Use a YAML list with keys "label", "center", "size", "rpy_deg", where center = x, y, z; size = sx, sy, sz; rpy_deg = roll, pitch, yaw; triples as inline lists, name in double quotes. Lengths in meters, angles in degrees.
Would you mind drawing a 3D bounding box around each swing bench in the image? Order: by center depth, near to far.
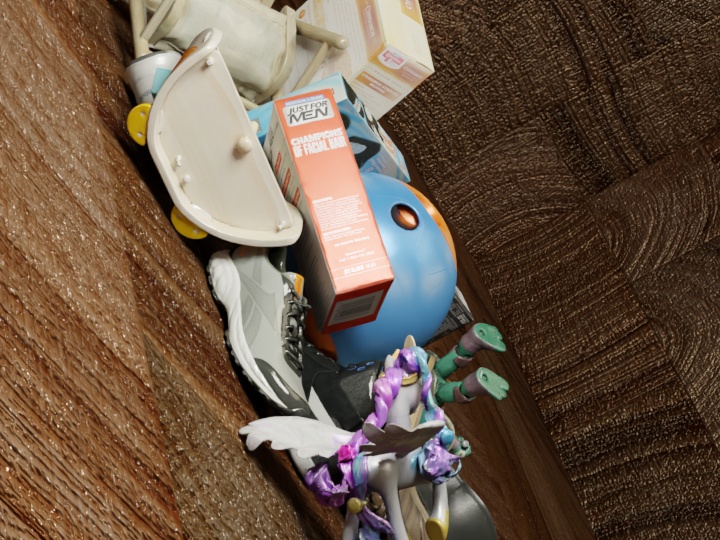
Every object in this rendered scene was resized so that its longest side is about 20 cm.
- label: "swing bench"
  center: [-0.148, -0.273, 1.779]
  size: [0.198, 0.130, 0.200]
  rpy_deg: [25, 20, -36]

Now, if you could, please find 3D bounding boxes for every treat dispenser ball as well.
- label: "treat dispenser ball"
  center: [0.000, 0.000, 1.760]
  size: [0.202, 0.200, 0.201]
  rpy_deg: [60, 8, -14]

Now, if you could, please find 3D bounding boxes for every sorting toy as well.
- label: "sorting toy"
  center: [-0.132, -0.136, 1.583]
  size: [0.180, 0.106, 0.201]
  rpy_deg: [-84, 154, -62]

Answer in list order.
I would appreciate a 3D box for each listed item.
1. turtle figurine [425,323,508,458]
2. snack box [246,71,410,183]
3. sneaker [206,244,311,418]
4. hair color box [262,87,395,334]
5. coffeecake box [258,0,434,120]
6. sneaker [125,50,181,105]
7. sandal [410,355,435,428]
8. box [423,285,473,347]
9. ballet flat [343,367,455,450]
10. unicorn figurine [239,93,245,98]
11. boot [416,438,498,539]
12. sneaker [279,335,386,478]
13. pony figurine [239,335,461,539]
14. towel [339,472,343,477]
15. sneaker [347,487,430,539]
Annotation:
- label: "turtle figurine"
  center: [0.092, 0.150, 2.032]
  size: [0.100, 0.200, 0.151]
  rpy_deg: [5, 58, -39]
- label: "snack box"
  center: [-0.035, -0.125, 1.772]
  size: [0.200, 0.115, 0.037]
  rpy_deg: [46, 25, -60]
- label: "sneaker"
  center: [-0.079, 0.048, 1.537]
  size: [0.074, 0.079, 0.201]
  rpy_deg: [54, 12, -54]
- label: "hair color box"
  center: [-0.033, -0.055, 1.612]
  size: [0.111, 0.063, 0.201]
  rpy_deg: [113, -40, -67]
- label: "coffeecake box"
  center: [-0.025, -0.221, 1.828]
  size: [0.073, 0.200, 0.154]
  rpy_deg: [26, 40, -36]
- label: "sneaker"
  center: [-0.167, -0.133, 1.685]
  size: [0.200, 0.074, 0.088]
  rpy_deg: [40, 34, -53]
- label: "sandal"
  center: [0.028, 0.128, 1.748]
  size: [0.069, 0.078, 0.212]
  rpy_deg: [22, 20, 0]
- label: "box"
  center: [0.027, 0.039, 1.958]
  size: [0.200, 0.157, 0.050]
  rpy_deg: [47, 16, -58]
- label: "ballet flat"
  center: [0.031, 0.135, 1.949]
  size: [0.200, 0.067, 0.062]
  rpy_deg: [50, 5, -15]
- label: "unicorn figurine"
  center: [-0.139, -0.152, 1.848]
  size: [0.201, 0.074, 0.138]
  rpy_deg: [55, 6, -24]
- label: "boot"
  center: [0.085, 0.254, 1.858]
  size: [0.201, 0.069, 0.174]
  rpy_deg: [63, -7, 12]
- label: "sneaker"
  center: [-0.027, 0.095, 1.581]
  size: [0.073, 0.111, 0.201]
  rpy_deg: [53, 12, -51]
- label: "pony figurine"
  center: [0.012, 0.165, 1.440]
  size: [0.193, 0.165, 0.202]
  rpy_deg: [-13, 101, -59]
- label: "towel"
  center: [-0.021, 0.152, 1.720]
  size: [0.133, 0.034, 0.200]
  rpy_deg: [65, 9, 29]
- label: "sneaker"
  center: [0.017, 0.222, 1.617]
  size: [0.075, 0.070, 0.202]
  rpy_deg: [-13, 91, -47]
